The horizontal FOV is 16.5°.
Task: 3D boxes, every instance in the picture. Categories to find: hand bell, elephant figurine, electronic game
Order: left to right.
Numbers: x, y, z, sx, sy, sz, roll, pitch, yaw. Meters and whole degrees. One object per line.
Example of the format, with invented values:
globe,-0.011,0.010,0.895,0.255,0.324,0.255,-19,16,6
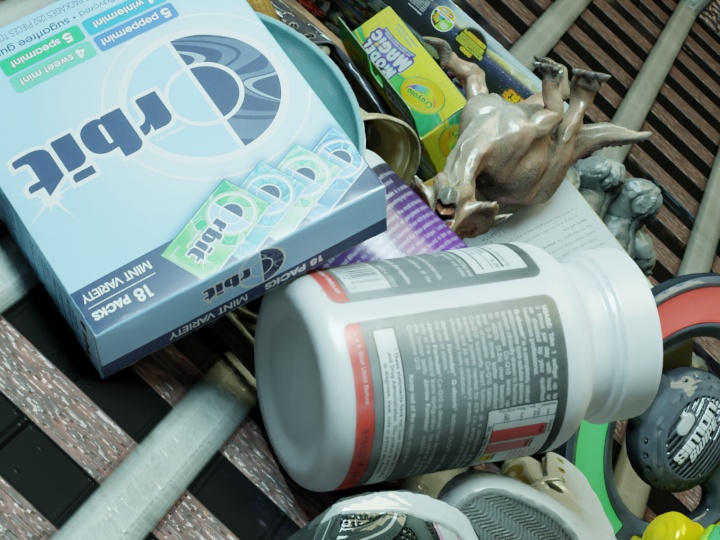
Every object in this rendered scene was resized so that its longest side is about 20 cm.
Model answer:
hand bell,-0.050,-0.128,1.634,0.104,0.104,0.200,21,30,-49
elephant figurine,0.145,0.031,1.686,0.140,0.155,0.201,5,57,-8
electronic game,0.200,0.100,1.541,0.199,0.201,0.042,28,-3,-38

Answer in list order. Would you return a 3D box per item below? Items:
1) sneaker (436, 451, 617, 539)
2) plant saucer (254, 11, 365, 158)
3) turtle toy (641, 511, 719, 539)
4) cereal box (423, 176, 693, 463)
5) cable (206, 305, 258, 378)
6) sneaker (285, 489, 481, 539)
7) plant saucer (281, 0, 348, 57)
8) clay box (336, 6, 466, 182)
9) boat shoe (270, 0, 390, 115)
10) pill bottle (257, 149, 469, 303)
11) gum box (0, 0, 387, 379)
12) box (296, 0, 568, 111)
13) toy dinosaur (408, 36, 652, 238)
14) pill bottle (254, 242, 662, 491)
sneaker,0.089,0.144,1.401,0.200,0.074,0.116,40,14,-42
plant saucer,-0.097,-0.059,1.341,0.200,0.199,0.036,53,-22,28
turtle toy,0.247,0.224,1.476,0.146,0.101,0.201,38,35,-25
cereal box,0.103,0.015,1.604,0.200,0.143,0.040,56,-15,30
cable,-0.080,0.004,1.370,0.200,0.050,0.097,46,20,14
sneaker,0.046,0.176,1.221,0.199,0.080,0.087,24,36,-33
plant saucer,-0.037,-0.174,1.893,0.200,0.035,0.200,38,18,-15
clay box,0.051,-0.102,1.772,0.115,0.047,0.200,54,-5,35
boat shoe,-0.043,-0.140,1.718,0.200,0.072,0.065,45,-17,-10
pill bottle,0.000,0.000,1.453,0.200,0.111,0.111,46,18,6
gum box,-0.109,-0.064,1.291,0.200,0.169,0.045,54,-18,29
box,0.052,-0.161,1.835,0.200,0.040,0.137,40,-13,-9
toy dinosaur,0.094,-0.069,1.576,0.086,0.136,0.199,20,11,42
pill bottle,0.053,0.047,1.320,0.199,0.116,0.116,-7,43,-23
